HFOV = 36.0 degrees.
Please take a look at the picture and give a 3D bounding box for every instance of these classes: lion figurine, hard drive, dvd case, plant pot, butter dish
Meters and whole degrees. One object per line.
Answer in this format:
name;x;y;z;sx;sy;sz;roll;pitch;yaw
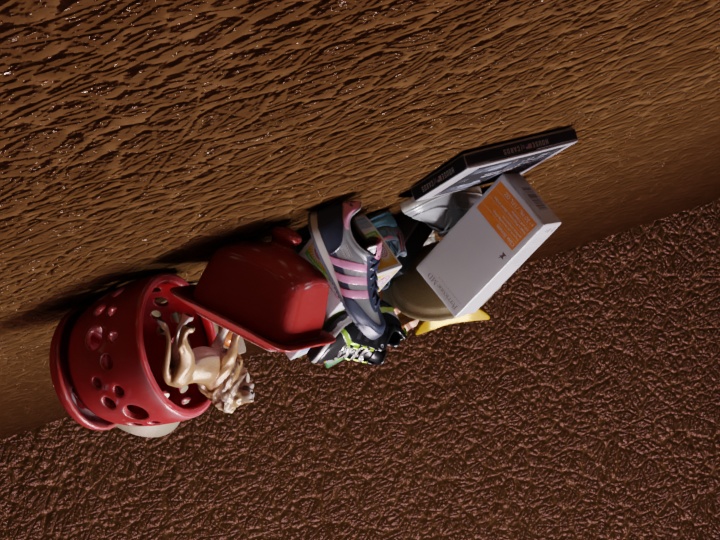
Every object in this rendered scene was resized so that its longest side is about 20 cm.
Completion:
lion figurine;-0.215;0.127;1.482;0.072;0.124;0.198;29;-170;40
hard drive;0.033;-0.020;1.845;0.199;0.033;0.140;-28;-158;50
dvd case;0.187;-0.148;1.554;0.197;0.025;0.150;-15;173;-29
plant pot;-0.321;0.119;1.546;0.179;0.205;0.200;-12;177;22
butter dish;-0.123;0.012;1.502;0.197;0.150;0.200;26;-171;18

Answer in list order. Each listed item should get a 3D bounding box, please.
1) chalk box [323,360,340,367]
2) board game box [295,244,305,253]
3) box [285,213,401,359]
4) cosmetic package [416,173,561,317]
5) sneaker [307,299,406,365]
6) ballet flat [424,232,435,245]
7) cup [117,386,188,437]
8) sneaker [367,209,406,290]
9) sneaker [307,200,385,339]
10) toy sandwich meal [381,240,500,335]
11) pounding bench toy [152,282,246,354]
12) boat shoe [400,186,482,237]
chalk box;-0.044;0.082;2.016;0.122;0.126;0.201;-29;155;-3
board game box;-0.128;0.005;1.801;0.150;0.046;0.200;-21;174;16
box;-0.049;0.024;1.649;0.112;0.102;0.200;-19;156;-50
cosmetic package;0.187;-0.037;1.627;0.200;0.102;0.071;-49;161;26
sneaker;0.006;0.105;1.649;0.199;0.083;0.072;-25;162;-48
ballet flat;0.048;-0.022;2.024;0.197;0.073;0.072;-21;174;19
cup;-0.364;0.165;1.923;0.144;0.201;0.199;-50;159;27
sneaker;0.000;0.000;1.722;0.079;0.096;0.200;-16;156;-44
sneaker;0.003;0.000;1.495;0.081;0.202;0.070;-21;-158;15
toy sandwich meal;0.132;0.031;1.776;0.201;0.071;0.207;-11;-141;9
pounding bench toy;-0.260;0.094;1.799;0.154;0.126;0.199;-23;173;30
boat shoe;0.133;-0.089;1.667;0.069;0.073;0.199;-23;173;35
